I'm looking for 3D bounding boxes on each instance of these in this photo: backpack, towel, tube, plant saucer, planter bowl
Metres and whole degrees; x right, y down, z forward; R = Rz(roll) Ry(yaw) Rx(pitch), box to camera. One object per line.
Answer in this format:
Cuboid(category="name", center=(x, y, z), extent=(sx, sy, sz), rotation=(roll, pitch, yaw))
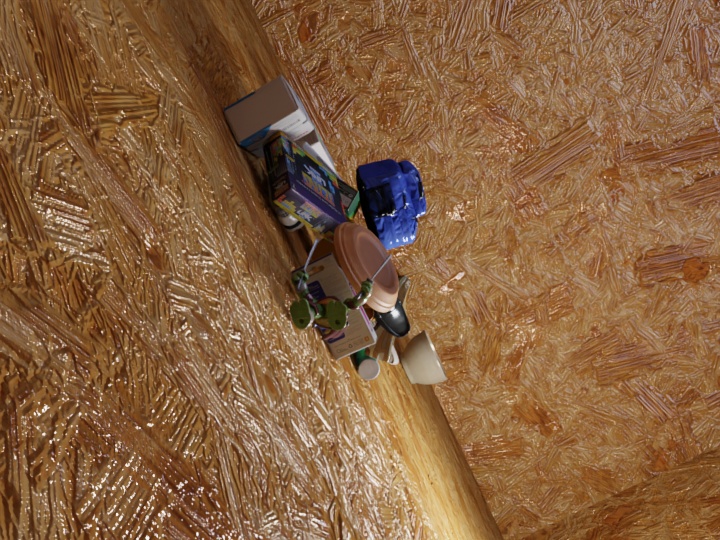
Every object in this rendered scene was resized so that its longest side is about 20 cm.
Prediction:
Cuboid(category="backpack", center=(0.081, -0.159, 1.870), extent=(0.163, 0.163, 0.205), rotation=(-88, 166, -69))
Cuboid(category="towel", center=(0.074, 0.211, 2.456), extent=(0.132, 0.034, 0.204), rotation=(38, 28, -78))
Cuboid(category="tube", center=(0.008, 0.198, 1.811), extent=(0.200, 0.049, 0.079), rotation=(-113, -173, -72))
Cuboid(category="plant saucer", center=(0.020, -0.013, 1.537), extent=(0.200, 0.037, 0.203), rotation=(45, 28, -31))
Cuboid(category="planter bowl", center=(0.226, 0.344, 2.838), extent=(0.200, 0.132, 0.204), rotation=(-25, 90, -85))

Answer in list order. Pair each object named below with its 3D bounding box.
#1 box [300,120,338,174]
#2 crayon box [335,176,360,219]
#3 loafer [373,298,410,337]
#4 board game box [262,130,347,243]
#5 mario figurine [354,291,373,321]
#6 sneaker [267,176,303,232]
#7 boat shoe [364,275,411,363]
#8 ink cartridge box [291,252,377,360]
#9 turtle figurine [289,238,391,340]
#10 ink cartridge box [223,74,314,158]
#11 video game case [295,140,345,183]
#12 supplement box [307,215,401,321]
Cuboid(category="box", center=(-0.152, -0.362, 2.448), extent=(0.201, 0.100, 0.114), rotation=(59, 8, -50))
Cuboid(category="crayon box", center=(-0.098, -0.198, 1.814), extent=(0.197, 0.059, 0.173), rotation=(30, -7, 5))
Cuboid(category="loafer", center=(0.050, 0.069, 1.640), extent=(0.202, 0.068, 0.070), rotation=(56, -10, -20))
Cuboid(category="board game box", center=(-0.114, -0.174, 1.586), extent=(0.199, 0.056, 0.168), rotation=(34, 32, -47))
Cuboid(category="mario figurine", center=(-0.036, 0.081, 1.612), extent=(0.125, 0.105, 0.200), rotation=(60, -10, -12))
Cuboid(category="sneaker", center=(-0.168, -0.180, 1.629), extent=(0.080, 0.076, 0.202), rotation=(44, 18, -48))
Cuboid(category="boat shoe", center=(0.081, 0.114, 1.726), extent=(0.075, 0.204, 0.072), rotation=(22, -7, 12))
Cuboid(category="ink cartridge box", center=(-0.050, 0.069, 1.487), extent=(0.203, 0.093, 0.037), rotation=(63, 15, -13))
Cuboid(category="turtle figurine", center=(-0.057, 0.031, 1.359), extent=(0.142, 0.202, 0.194), rotation=(33, 12, 0))
Cuboid(category="ink cartridge box", center=(-0.191, -0.321, 1.610), extent=(0.087, 0.144, 0.200), rotation=(62, 5, 2))
Cuboid(category="video game case", center=(-0.130, -0.261, 1.910), extent=(0.182, 0.024, 0.199), rotation=(44, -13, -30))
Cuboid(category="supplement box", center=(0.000, 0.000, 1.849), extent=(0.198, 0.133, 0.200), rotation=(47, 2, 13))
